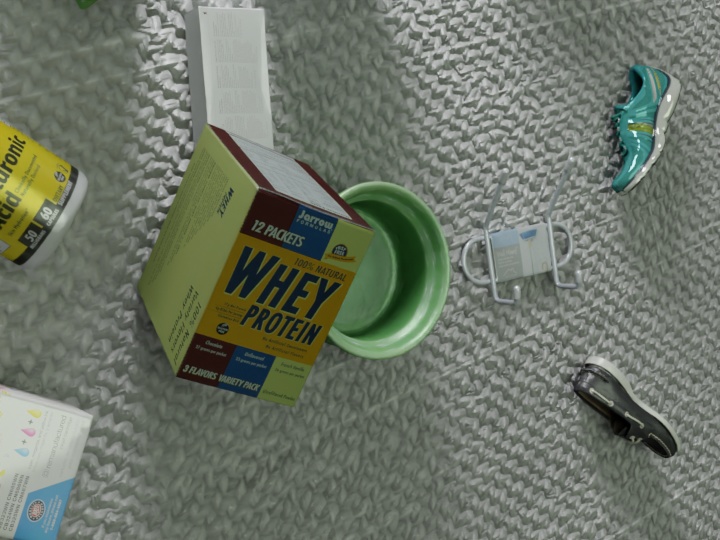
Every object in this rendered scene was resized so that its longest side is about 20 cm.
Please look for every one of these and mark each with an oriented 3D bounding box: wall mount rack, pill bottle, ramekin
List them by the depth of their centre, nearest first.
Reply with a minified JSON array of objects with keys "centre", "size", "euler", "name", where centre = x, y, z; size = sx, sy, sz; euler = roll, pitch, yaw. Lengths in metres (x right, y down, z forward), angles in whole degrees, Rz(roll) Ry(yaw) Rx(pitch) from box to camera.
[{"centre":[-0.370,-0.096,0.986],"size":[0.199,0.111,0.113],"euler":[34,74,-26],"name":"pill bottle"},{"centre":[0.000,0.000,1.221],"size":[0.197,0.097,0.204],"euler":[0,90,-31],"name":"ramekin"},{"centre":[0.226,-0.052,1.373],"size":[0.197,0.074,0.177],"euler":[-12,97,-32],"name":"wall mount rack"}]

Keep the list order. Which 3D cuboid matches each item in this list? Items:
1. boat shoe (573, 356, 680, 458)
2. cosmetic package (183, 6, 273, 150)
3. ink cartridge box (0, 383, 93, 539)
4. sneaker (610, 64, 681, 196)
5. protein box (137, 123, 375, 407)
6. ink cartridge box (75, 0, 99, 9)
[{"centre":[0.376,0.207,1.470],"size":[0.200,0.074,0.061],"euler":[46,69,-20],"name":"boat shoe"},{"centre":[-0.146,-0.186,1.157],"size":[0.081,0.050,0.204],"euler":[-5,94,-33],"name":"cosmetic package"},{"centre":[-0.378,0.165,0.975],"size":[0.198,0.125,0.131],"euler":[21,80,-30],"name":"ink cartridge box"},{"centre":[0.391,-0.201,1.488],"size":[0.079,0.077,0.203],"euler":[23,73,-10],"name":"sneaker"},{"centre":[-0.114,-0.009,1.058],"size":[0.133,0.200,0.201],"euler":[18,105,-29],"name":"protein box"},{"centre":[-0.276,-0.378,1.020],"size":[0.084,0.145,0.202],"euler":[-36,108,-24],"name":"ink cartridge box"}]
